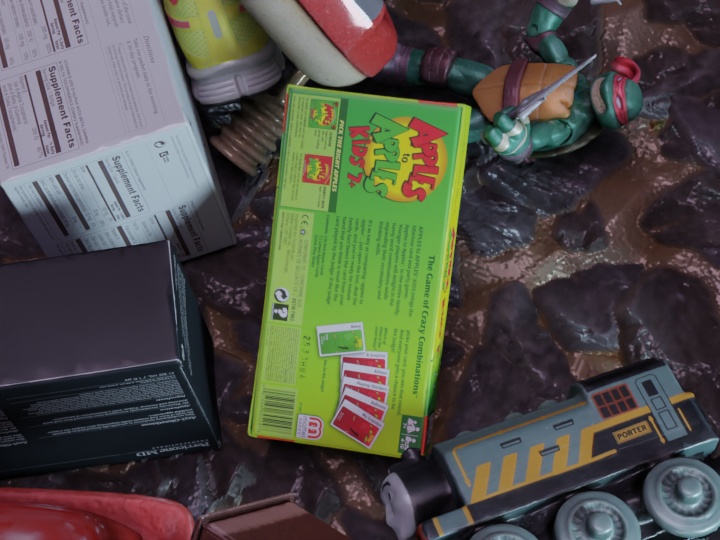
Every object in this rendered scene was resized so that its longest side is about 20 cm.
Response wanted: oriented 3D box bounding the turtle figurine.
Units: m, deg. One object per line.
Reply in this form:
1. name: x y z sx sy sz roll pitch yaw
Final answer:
1. turtle figurine: 0.096 -0.110 0.969 0.200 0.101 0.150 -3 45 22

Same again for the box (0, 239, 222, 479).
1. box: -0.189 0.058 0.891 0.200 0.141 0.079 -8 62 1

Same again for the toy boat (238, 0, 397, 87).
1. toy boat: -0.012 -0.207 0.906 0.131 0.131 0.200 -34 36 13

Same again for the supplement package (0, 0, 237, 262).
1. supplement package: -0.163 -0.115 0.961 0.111 0.156 0.200 -18 65 -1

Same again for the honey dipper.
1. honey dipper: -0.020 -0.148 0.994 0.038 0.038 0.200 40 94 20

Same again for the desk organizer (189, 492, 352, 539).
1. desk organizer: -0.055 0.218 0.768 0.077 0.072 0.200 27 108 32

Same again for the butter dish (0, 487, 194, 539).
1. butter dish: -0.199 0.193 0.824 0.200 0.148 0.200 1 64 6

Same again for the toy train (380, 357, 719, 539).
1. toy train: 0.110 0.124 0.863 0.200 0.085 0.114 -18 59 -12

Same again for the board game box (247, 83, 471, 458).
1. board game box: 0.000 0.000 0.904 0.101 0.048 0.200 7 95 8

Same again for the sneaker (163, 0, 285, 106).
1. sneaker: -0.090 -0.187 0.999 0.078 0.090 0.200 -20 35 0
